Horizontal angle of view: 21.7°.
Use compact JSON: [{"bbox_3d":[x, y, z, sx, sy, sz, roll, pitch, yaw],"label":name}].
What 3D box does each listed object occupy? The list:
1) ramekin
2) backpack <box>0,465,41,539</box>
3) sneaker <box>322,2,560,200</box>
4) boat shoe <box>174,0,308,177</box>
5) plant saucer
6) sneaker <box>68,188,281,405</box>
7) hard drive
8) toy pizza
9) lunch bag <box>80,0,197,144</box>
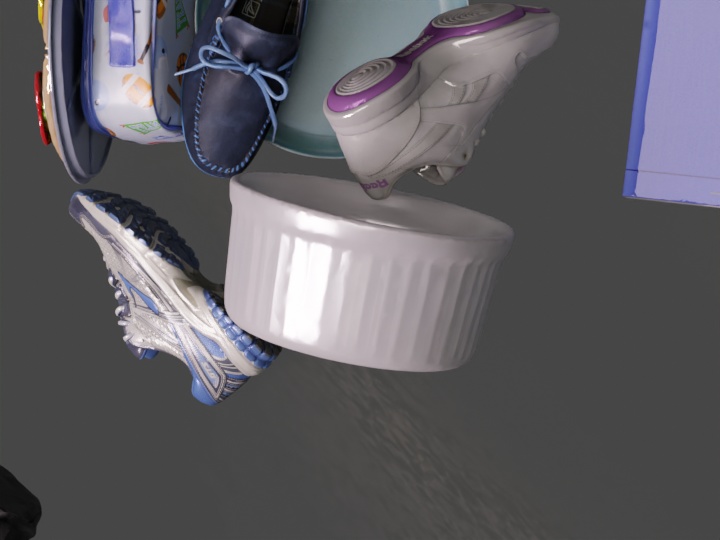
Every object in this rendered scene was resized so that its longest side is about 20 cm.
[{"bbox_3d":[0.000,0.000,1.298,0.199,0.200,0.098,14,100,16],"label":"ramekin"},{"bbox_3d":[-0.339,0.227,1.424,0.167,0.126,0.201,35,99,26],"label":"backpack"},{"bbox_3d":[0.062,-0.122,1.321,0.199,0.075,0.100,-31,117,-25],"label":"sneaker"},{"bbox_3d":[-0.080,-0.164,1.307,0.084,0.069,0.201,10,90,-18],"label":"boat shoe"},{"bbox_3d":[-0.021,-0.181,1.365,0.199,0.027,0.202,0,91,-5],"label":"plant saucer"},{"bbox_3d":[-0.156,0.021,1.403,0.200,0.077,0.085,44,104,13],"label":"sneaker"},{"bbox_3d":[0.260,-0.144,1.310,0.131,0.025,0.201,7,91,17],"label":"hard drive"},{"bbox_3d":[-0.208,-0.163,1.357,0.031,0.200,0.202,1,89,5],"label":"toy pizza"},{"bbox_3d":[-0.151,-0.194,1.362,0.075,0.160,0.201,0,89,16],"label":"lunch bag"}]
